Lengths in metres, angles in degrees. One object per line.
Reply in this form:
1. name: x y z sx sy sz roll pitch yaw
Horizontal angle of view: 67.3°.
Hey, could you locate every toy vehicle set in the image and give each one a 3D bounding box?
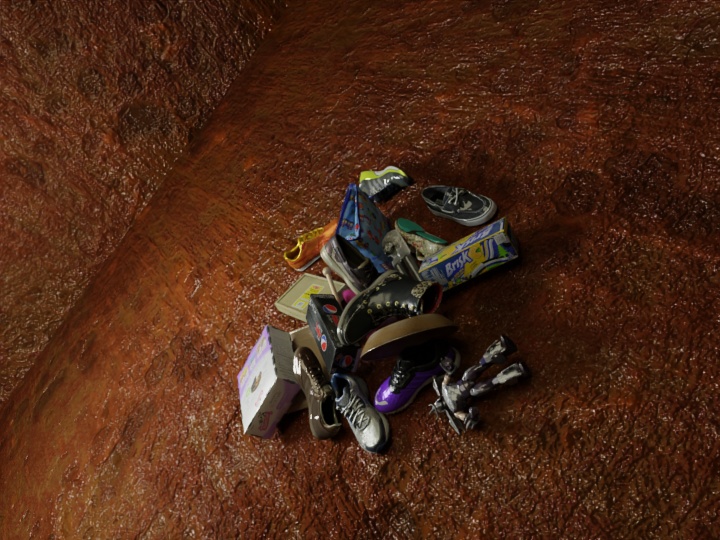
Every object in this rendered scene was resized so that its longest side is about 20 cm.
1. toy vehicle set: -0.127 0.070 1.383 0.124 0.027 0.198 -45 31 -22

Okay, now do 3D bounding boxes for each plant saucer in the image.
1. plant saucer: 0.088 0.123 1.022 0.197 0.198 0.036 -27 70 28

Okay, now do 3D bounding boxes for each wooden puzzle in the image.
1. wooden puzzle: -0.112 0.224 1.284 0.182 0.037 0.205 -23 51 32

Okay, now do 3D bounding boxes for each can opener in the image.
1. can opener: 0.111 -0.006 1.208 0.053 0.066 0.203 -40 59 19

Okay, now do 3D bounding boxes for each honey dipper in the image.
1. honey dipper: -0.054 0.078 1.281 0.038 0.038 0.203 -34 60 20

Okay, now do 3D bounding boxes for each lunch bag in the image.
1. lunch bag: 0.017 -0.106 1.313 0.092 0.150 0.204 -19 48 33

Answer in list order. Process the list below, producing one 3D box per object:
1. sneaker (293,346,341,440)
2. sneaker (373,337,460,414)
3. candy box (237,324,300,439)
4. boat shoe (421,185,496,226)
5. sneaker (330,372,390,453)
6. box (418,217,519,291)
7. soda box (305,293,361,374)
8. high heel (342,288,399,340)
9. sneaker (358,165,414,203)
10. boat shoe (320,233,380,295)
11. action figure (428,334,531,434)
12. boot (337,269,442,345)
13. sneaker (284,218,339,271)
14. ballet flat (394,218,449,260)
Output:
1. sneaker: -0.084 0.253 1.157 0.075 0.069 0.205 -33 69 41
2. sneaker: 0.089 0.193 1.038 0.199 0.099 0.070 -39 43 12
3. candy box: -0.220 0.262 1.283 0.170 0.070 0.201 -57 29 18
4. boat shoe: 0.215 -0.156 1.216 0.198 0.068 0.073 25 79 52
5. sneaker: -0.012 0.281 1.089 0.077 0.085 0.200 -46 39 6
6. box: 0.219 -0.026 1.096 0.197 0.065 0.070 -27 16 28
7. soda box: -0.063 0.135 1.188 0.201 0.062 0.072 -122 40 -52
8. high heel: 0.000 0.112 1.221 0.096 0.068 0.198 -47 40 -12
9. sneaker: 0.064 -0.220 1.434 0.198 0.073 0.083 0 69 53
10. boat shoe: 0.000 0.000 1.189 0.072 0.199 0.065 -44 -6 -48
11. action figure: 0.195 0.198 0.948 0.199 0.069 0.132 -40 63 21
12. boot: 0.058 0.079 1.078 0.203 0.074 0.152 -44 30 -26
13. sneaker: -0.129 -0.077 1.503 0.199 0.077 0.074 -40 37 12
14. ballet flat: 0.131 -0.062 1.236 0.200 0.074 0.066 42 126 57
